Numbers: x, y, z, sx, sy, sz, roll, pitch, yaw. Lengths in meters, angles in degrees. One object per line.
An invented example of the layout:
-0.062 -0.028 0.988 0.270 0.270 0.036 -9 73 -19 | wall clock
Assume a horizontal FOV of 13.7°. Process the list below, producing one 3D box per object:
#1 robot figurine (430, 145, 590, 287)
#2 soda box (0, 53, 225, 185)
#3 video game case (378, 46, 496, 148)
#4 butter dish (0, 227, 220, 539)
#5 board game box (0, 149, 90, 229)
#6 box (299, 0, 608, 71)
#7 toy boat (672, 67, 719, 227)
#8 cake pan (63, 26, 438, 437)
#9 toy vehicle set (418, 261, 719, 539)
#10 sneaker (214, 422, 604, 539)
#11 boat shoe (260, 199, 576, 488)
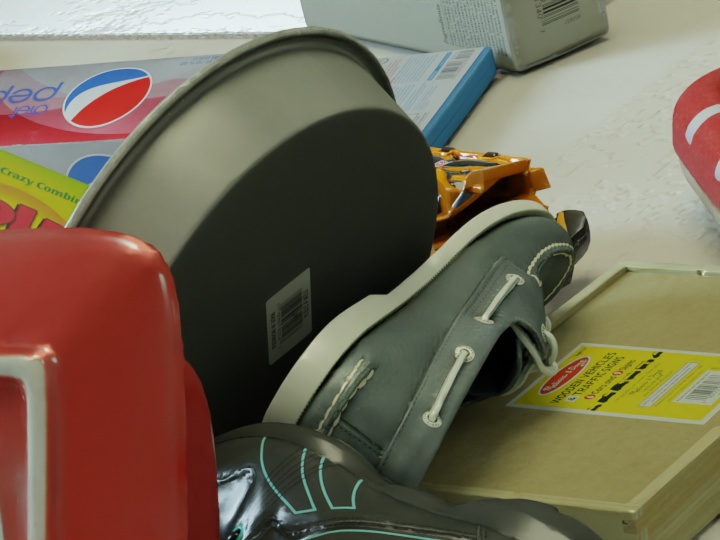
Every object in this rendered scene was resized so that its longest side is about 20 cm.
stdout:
0.000 0.000 1.247 0.200 0.058 0.145 -29 24 -36 | robot figurine
-0.136 -0.055 1.440 0.200 0.070 0.063 -3 41 26 | soda box
-0.044 -0.074 1.529 0.200 0.018 0.143 -4 23 20 | video game case
-0.116 0.090 0.958 0.199 0.201 0.148 -1 -3 27 | butter dish
-0.161 0.035 1.124 0.101 0.048 0.200 22 43 -1 | board game box
0.043 -0.166 1.631 0.068 0.082 0.200 -25 25 -29 | box
0.199 -0.080 1.241 0.130 0.131 0.200 -14 20 -3 | toy boat
-0.041 0.011 1.068 0.037 0.201 0.200 32 42 28 | cake pan
0.100 0.050 1.106 0.124 0.027 0.200 4 26 37 | toy vehicle set
-0.009 0.101 0.969 0.200 0.076 0.079 6 30 42 | sneaker
0.036 0.032 1.089 0.062 0.073 0.200 35 30 14 | boat shoe
